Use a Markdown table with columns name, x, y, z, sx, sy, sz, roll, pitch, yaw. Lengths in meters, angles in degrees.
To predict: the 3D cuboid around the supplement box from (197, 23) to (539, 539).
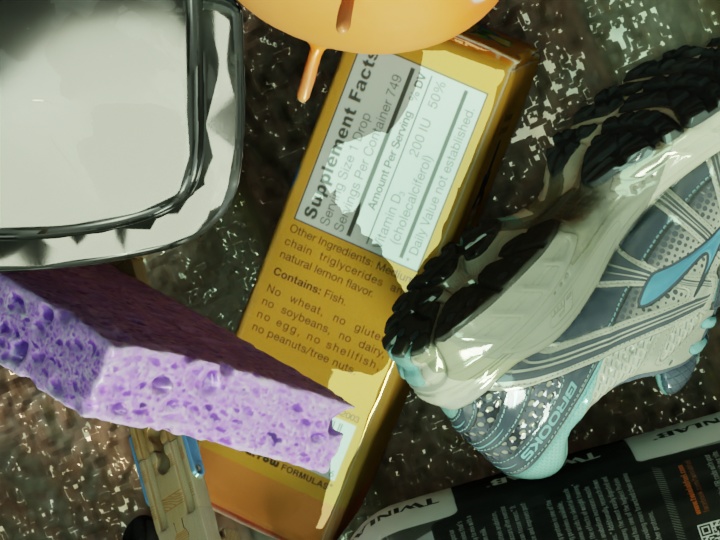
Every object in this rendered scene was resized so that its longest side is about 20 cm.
| name | x | y | z | sx | sy | sz | roll | pitch | yaw |
| --- | --- | --- | --- | --- | --- | --- | --- | --- | --- |
| supplement box | 0.000 | 0.000 | 0.853 | 0.068 | 0.067 | 0.201 | 25 | 103 | 7 |

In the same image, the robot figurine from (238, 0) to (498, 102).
| name | x | y | z | sx | sy | sz | roll | pitch | yaw |
| --- | --- | --- | --- | --- | --- | --- | --- | --- | --- |
| robot figurine | 0.009 | -0.159 | 0.761 | 0.143 | 0.116 | 0.201 | 2 | 72 | 37 |

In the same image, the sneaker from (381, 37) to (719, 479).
| name | x | y | z | sx | sy | sz | roll | pitch | yaw |
| --- | --- | --- | --- | --- | --- | --- | --- | --- | --- |
| sneaker | 0.100 | -0.007 | 0.818 | 0.200 | 0.078 | 0.087 | -40 | 113 | -13 |

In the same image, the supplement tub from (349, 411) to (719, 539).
| name | x | y | z | sx | sy | sz | roll | pitch | yaw |
| --- | --- | --- | --- | --- | --- | --- | --- | --- | --- |
| supplement tub | 0.077 | 0.129 | 0.819 | 0.199 | 0.123 | 0.123 | -15 | 98 | 0 |

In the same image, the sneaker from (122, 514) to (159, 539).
| name | x | y | z | sx | sy | sz | roll | pitch | yaw |
| --- | --- | --- | --- | --- | --- | --- | --- | --- | --- |
| sneaker | -0.124 | 0.168 | 0.862 | 0.079 | 0.200 | 0.075 | 51 | 143 | 7 |

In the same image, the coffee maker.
| name | x | y | z | sx | sy | sz | roll | pitch | yaw |
| --- | --- | --- | --- | --- | --- | --- | --- | --- | --- |
| coffee maker | -0.101 | -0.080 | 0.736 | 0.134 | 0.200 | 0.193 | -25 | 120 | 2 |

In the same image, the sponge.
| name | x | y | z | sx | sy | sz | roll | pitch | yaw |
| --- | --- | --- | --- | --- | --- | --- | --- | --- | --- |
| sponge | -0.106 | 0.013 | 0.782 | 0.199 | 0.111 | 0.030 | 27 | 96 | 42 |

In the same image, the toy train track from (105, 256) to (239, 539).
| name | x | y | z | sx | sy | sz | roll | pitch | yaw |
| --- | --- | --- | --- | --- | --- | --- | --- | --- | --- |
| toy train track | -0.075 | 0.030 | 0.848 | 0.114 | 0.032 | 0.201 | -36 | 58 | 31 |
